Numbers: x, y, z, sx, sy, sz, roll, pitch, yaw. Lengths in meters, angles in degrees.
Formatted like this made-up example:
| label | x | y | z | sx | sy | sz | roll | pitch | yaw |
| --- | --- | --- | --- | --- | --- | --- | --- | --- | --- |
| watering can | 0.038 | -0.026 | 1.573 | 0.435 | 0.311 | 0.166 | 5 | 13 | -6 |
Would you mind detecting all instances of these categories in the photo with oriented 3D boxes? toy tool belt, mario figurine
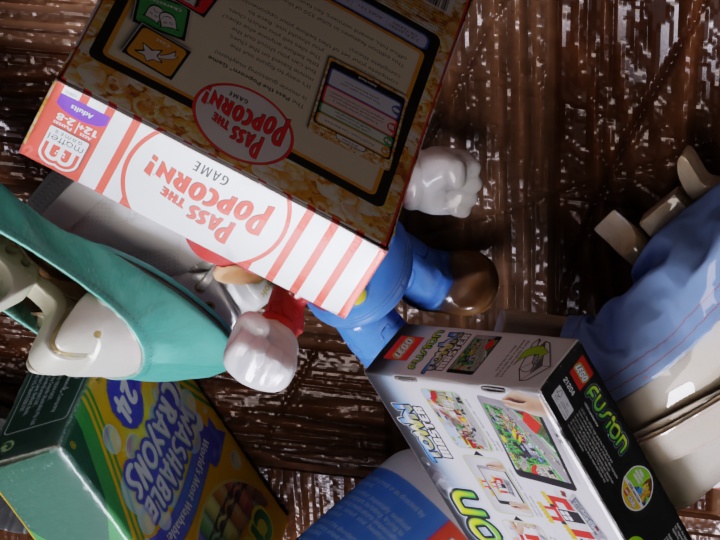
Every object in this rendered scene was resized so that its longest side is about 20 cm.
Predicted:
| label | x | y | z | sx | sy | sz | roll | pitch | yaw |
| --- | --- | --- | --- | --- | --- | --- | --- | --- | --- |
| toy tool belt | 0.160 | 0.005 | 1.262 | 0.123 | 0.125 | 0.200 | 39 | 113 | -10 |
| mario figurine | 0.000 | 0.000 | 1.269 | 0.106 | 0.123 | 0.200 | -21 | 149 | 25 |

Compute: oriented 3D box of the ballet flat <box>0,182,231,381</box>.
| label | x | y | z | sx | sy | sz | roll | pitch | yaw |
| --- | --- | --- | --- | --- | --- | --- | --- | --- | --- |
| ballet flat | -0.154 | 0.010 | 1.314 | 0.200 | 0.070 | 0.067 | 34 | 141 | -9 |

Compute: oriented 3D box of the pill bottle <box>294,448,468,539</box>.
| label | x | y | z | sx | sy | sz | roll | pitch | yaw |
| --- | --- | --- | --- | --- | --- | --- | --- | --- | --- |
| pill bottle | 0.021 | 0.158 | 1.371 | 0.112 | 0.200 | 0.112 | 44 | 165 | 15 |

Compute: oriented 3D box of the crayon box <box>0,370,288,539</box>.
| label | x | y | z | sx | sy | sz | roll | pitch | yaw |
| --- | --- | --- | --- | --- | --- | --- | --- | --- | --- |
| crayon box | -0.102 | 0.126 | 1.428 | 0.052 | 0.126 | 0.200 | -17 | 122 | 26 |

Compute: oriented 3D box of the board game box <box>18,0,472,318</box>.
| label | x | y | z | sx | sy | sz | roll | pitch | yaw |
| --- | --- | --- | --- | --- | --- | --- | --- | --- | --- |
| board game box | -0.043 | -0.087 | 1.198 | 0.151 | 0.200 | 0.046 | 28 | 129 | -6 |

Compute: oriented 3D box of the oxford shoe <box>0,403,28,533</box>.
| label | x | y | z | sx | sy | sz | roll | pitch | yaw |
| --- | --- | --- | --- | --- | --- | --- | --- | --- | --- |
| oxford shoe | -0.245 | 0.073 | 1.446 | 0.200 | 0.084 | 0.073 | 35 | 86 | -26 |

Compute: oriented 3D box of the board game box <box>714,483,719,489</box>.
| label | x | y | z | sx | sy | sz | roll | pitch | yaw |
| --- | --- | --- | --- | --- | --- | --- | --- | --- | --- |
| board game box | 0.237 | 0.076 | 1.363 | 0.200 | 0.030 | 0.096 | 9 | 128 | 5 |

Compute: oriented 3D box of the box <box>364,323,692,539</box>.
| label | x | y | z | sx | sy | sz | roll | pitch | yaw |
| --- | --- | --- | --- | --- | --- | --- | --- | --- | --- |
| box | 0.092 | 0.111 | 1.270 | 0.110 | 0.035 | 0.200 | 5 | 135 | 46 |

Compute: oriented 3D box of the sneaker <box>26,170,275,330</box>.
| label | x | y | z | sx | sy | sz | roll | pitch | yaw |
| --- | --- | --- | --- | --- | --- | --- | --- | --- | --- |
| sneaker | -0.074 | -0.035 | 1.336 | 0.116 | 0.074 | 0.200 | 36 | 137 | -15 |
